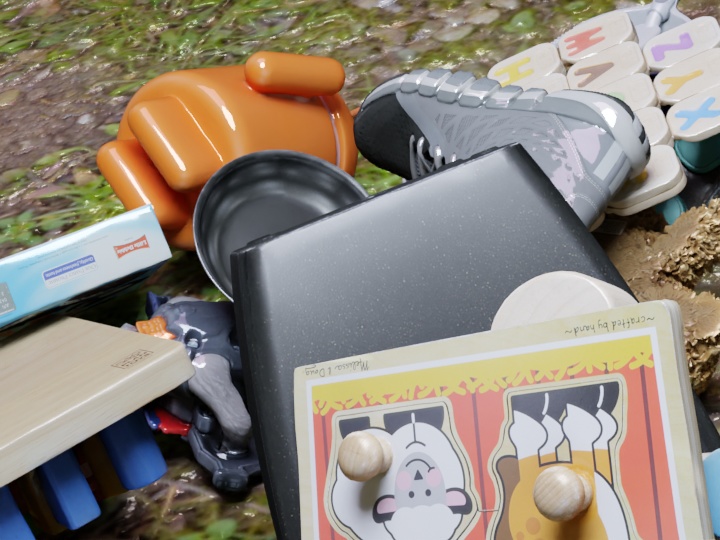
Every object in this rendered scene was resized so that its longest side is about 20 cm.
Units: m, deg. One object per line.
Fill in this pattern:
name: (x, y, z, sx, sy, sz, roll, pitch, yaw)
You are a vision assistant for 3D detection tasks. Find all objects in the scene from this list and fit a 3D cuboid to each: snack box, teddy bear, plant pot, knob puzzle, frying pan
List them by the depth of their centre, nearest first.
knob puzzle: (0.047, 0.123, 0.698, 0.219, 0.221, 0.030, 14, 4, 36)
plant pot: (0.035, 0.047, 0.867, 0.199, 0.178, 0.200, -21, 3, -5)
frying pan: (-0.004, -0.015, 1.048, 0.189, 0.031, 0.115, 1, 61, -19)
teddy bear: (0.149, 0.007, 1.057, 0.145, 0.067, 0.200, -43, 43, -8)
snack box: (-0.184, 0.008, 1.124, 0.116, 0.037, 0.200, -22, -1, -13)

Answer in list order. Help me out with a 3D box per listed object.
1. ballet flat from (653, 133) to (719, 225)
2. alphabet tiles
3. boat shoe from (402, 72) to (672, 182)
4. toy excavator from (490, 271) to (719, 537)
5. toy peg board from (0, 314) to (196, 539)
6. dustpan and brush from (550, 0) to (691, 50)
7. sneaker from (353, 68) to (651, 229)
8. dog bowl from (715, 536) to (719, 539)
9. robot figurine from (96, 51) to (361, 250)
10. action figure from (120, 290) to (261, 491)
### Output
ballet flat: (0.197, -0.052, 1.137, 0.200, 0.072, 0.072, -41, 32, 10)
alphabet tiles: (0.131, -0.088, 1.107, 0.195, 0.015, 0.200, -23, 34, 13)
boat shoe: (0.118, -0.090, 1.208, 0.199, 0.093, 0.075, -2, 34, 17)
toy excavator: (0.139, 0.097, 0.702, 0.199, 0.196, 0.100, -1, -9, 30)
toy peg board: (-0.192, 0.117, 0.956, 0.199, 0.098, 0.199, -30, 17, -24)
dustpan and brush: (0.202, -0.164, 1.321, 0.139, 0.057, 0.200, 15, 42, 37)
sneaker: (0.054, -0.050, 1.039, 0.199, 0.075, 0.116, 5, 50, 41)
dog bowl: (0.157, 0.184, 0.792, 0.199, 0.074, 0.200, -10, 32, 6)
robot figurine: (-0.077, -0.077, 1.206, 0.116, 0.145, 0.200, 15, 16, 32)
action figure: (-0.070, 0.030, 1.088, 0.193, 0.105, 0.200, -15, 34, -22)
